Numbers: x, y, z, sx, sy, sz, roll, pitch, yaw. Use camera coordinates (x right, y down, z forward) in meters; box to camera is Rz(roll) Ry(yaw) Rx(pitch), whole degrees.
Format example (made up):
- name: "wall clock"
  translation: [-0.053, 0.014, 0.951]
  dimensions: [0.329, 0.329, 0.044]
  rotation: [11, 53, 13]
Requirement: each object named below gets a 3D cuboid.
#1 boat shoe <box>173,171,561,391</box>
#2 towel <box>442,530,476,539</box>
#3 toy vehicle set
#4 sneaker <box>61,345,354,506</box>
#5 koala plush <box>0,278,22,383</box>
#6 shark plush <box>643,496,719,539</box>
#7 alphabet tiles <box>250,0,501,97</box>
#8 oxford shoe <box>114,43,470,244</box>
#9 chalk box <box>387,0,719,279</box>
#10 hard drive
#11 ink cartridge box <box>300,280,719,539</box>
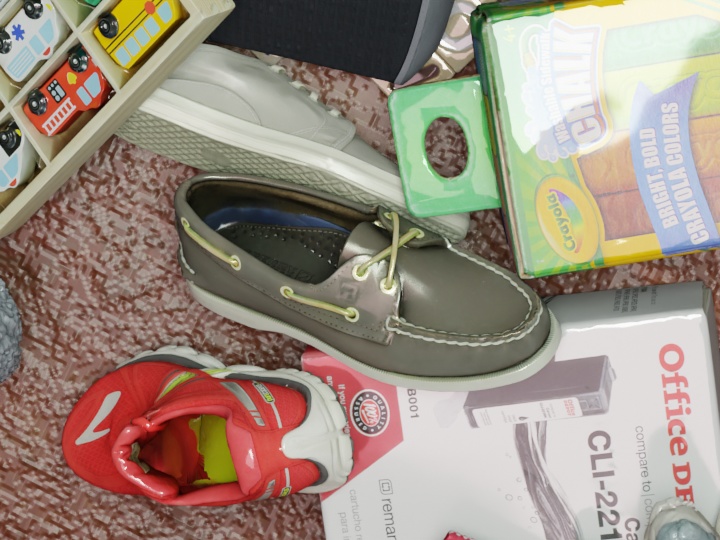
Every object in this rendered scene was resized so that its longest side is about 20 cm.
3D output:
- name: "boat shoe"
  translation: [-0.001, 0.002, 1.269]
  dimensions: [0.202, 0.072, 0.060]
  rotation: [16, 144, 26]
- name: "towel"
  translation: [0.060, 0.219, 1.321]
  dimensions: [0.145, 0.022, 0.200]
  rotation: [22, 126, -15]
- name: "toy vehicle set"
  translation: [-0.158, -0.117, 1.289]
  dimensions: [0.124, 0.027, 0.200]
  rotation: [54, 129, 6]
- name: "sneaker"
  translation: [-0.093, 0.079, 1.301]
  dimensions: [0.200, 0.085, 0.077]
  rotation: [-7, 96, 49]
- name: "koala plush"
  translation: [-0.299, 0.013, 1.279]
  dimensions: [0.177, 0.200, 0.184]
  rotation: [-24, 93, 28]
- name: "shark plush"
  translation: [0.156, 0.196, 1.239]
  dimensions: [0.091, 0.083, 0.200]
  rotation: [-8, 105, -10]
- name: "alphabet tiles"
  translation: [-0.010, -0.180, 1.323]
  dimensions: [0.167, 0.008, 0.200]
  rotation: [-44, 92, 12]
- name: "oxford shoe"
  translation: [-0.035, -0.068, 1.319]
  dimensions: [0.200, 0.075, 0.058]
  rotation: [23, 69, 1]
- name: "chalk box"
  translation: [0.115, -0.071, 1.255]
  dimensions: [0.200, 0.124, 0.125]
  rotation: [-10, 98, 1]
- name: "hard drive"
  translation: [-0.018, -0.161, 1.236]
  dimensions: [0.135, 0.200, 0.042]
  rotation: [13, 59, 4]
- name: "ink cartridge box"
  translation: [0.082, 0.091, 1.318]
  dimensions: [0.200, 0.084, 0.144]
  rotation: [-7, 99, 7]
